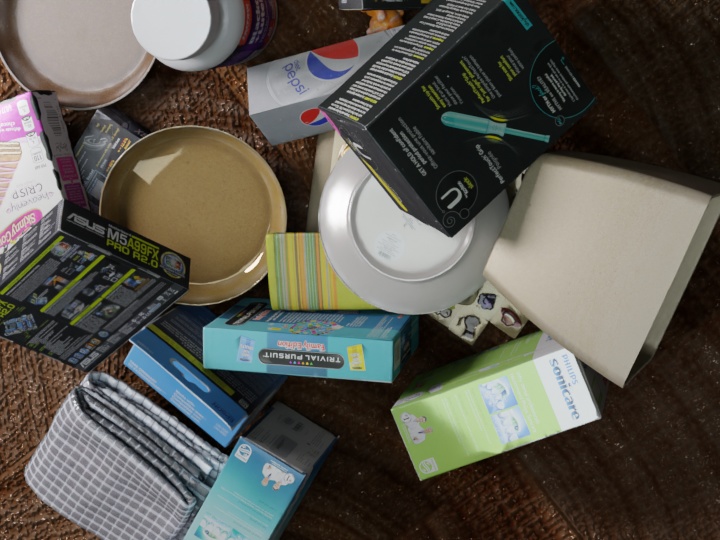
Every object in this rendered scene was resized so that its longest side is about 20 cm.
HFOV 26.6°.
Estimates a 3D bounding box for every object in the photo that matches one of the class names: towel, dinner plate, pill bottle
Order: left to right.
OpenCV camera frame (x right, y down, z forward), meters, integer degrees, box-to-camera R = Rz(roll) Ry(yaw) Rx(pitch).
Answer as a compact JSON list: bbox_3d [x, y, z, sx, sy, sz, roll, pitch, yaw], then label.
[{"bbox_3d":[-0.266,0.230,1.710,0.200,0.086,0.166,36,126,3],"label":"towel"},{"bbox_3d":[-0.161,-0.260,1.555,0.111,0.200,0.111,2,101,12],"label":"pill bottle"},{"bbox_3d":[0.000,0.000,1.614,0.200,0.018,0.086,0,105,9],"label":"towel"},{"bbox_3d":[0.054,-0.054,1.576,0.200,0.024,0.200,0,89,9],"label":"dinner plate"}]

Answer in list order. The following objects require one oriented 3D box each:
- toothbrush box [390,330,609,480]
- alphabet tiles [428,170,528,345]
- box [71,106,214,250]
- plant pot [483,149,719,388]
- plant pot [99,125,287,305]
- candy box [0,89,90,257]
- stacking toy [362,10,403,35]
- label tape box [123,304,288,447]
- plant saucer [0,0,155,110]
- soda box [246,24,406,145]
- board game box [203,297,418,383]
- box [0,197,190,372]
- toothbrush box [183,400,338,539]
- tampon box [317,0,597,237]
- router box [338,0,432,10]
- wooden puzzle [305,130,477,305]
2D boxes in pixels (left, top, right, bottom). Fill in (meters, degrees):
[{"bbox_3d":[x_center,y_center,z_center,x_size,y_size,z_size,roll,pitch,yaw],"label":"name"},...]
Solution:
[{"bbox_3d":[0.148,0.131,1.590,0.200,0.146,0.086,-23,95,15],"label":"toothbrush box"},{"bbox_3d":[0.134,-0.027,1.636,0.166,0.006,0.200,34,105,4],"label":"alphabet tiles"},{"bbox_3d":[-0.270,-0.056,1.695,0.158,0.050,0.200,34,105,5],"label":"box"},{"bbox_3d":[0.239,-0.024,1.523,0.177,0.200,0.200,26,103,16],"label":"plant pot"},{"bbox_3d":[-0.178,-0.060,1.636,0.200,0.027,0.200,0,108,0],"label":"plant pot"},{"bbox_3d":[-0.373,-0.082,1.659,0.136,0.061,0.200,-16,92,18],"label":"candy box"},{"bbox_3d":[-0.016,-0.323,1.573,0.116,0.110,0.200,-35,104,-1],"label":"stacking toy"},{"bbox_3d":[-0.173,0.114,1.628,0.143,0.200,0.066,39,108,3],"label":"label tape box"},{"bbox_3d":[-0.307,-0.277,1.672,0.200,0.032,0.200,2,100,11],"label":"plant saucer"},{"bbox_3d":[-0.015,-0.195,1.593,0.200,0.068,0.063,-13,60,15],"label":"soda box"},{"bbox_3d":[-0.049,0.072,1.619,0.200,0.151,0.047,3,102,12],"label":"board game box"},{"bbox_3d":[-0.300,0.021,1.608,0.160,0.044,0.200,27,134,-30],"label":"box"},{"bbox_3d":[-0.121,0.262,1.674,0.085,0.146,0.200,30,106,6],"label":"toothbrush box"},{"bbox_3d":[0.092,-0.161,1.479,0.200,0.126,0.150,-43,116,-7],"label":"tampon box"},{"bbox_3d":[0.056,-0.361,1.520,0.157,0.052,0.200,-6,101,-29],"label":"router box"},{"bbox_3d":[0.037,-0.065,1.623,0.200,0.046,0.185,10,102,13],"label":"wooden puzzle"}]
